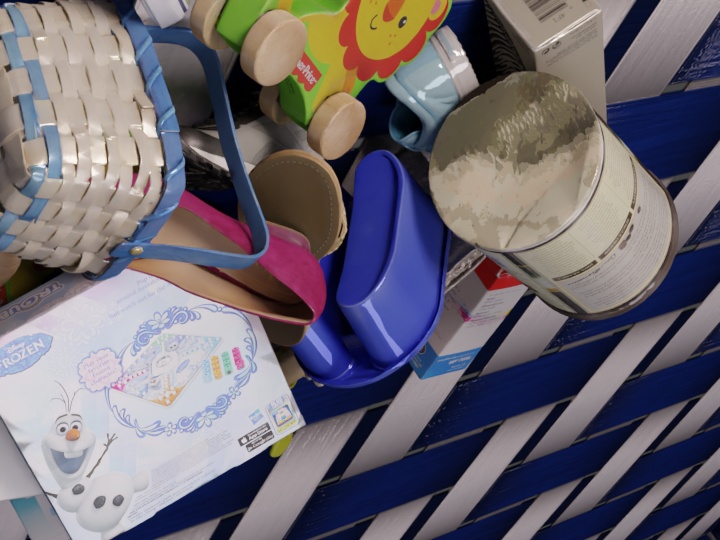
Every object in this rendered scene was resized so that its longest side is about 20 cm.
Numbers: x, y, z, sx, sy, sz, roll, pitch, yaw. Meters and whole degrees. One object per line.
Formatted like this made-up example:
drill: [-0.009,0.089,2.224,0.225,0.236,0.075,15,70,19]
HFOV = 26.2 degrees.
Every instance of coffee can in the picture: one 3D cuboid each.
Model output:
coffee can: [0.162,-0.056,1.265,0.146,0.147,0.200,-39,149,12]

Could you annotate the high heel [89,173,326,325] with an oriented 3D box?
high heel: [-0.119,-0.012,1.028,0.198,0.096,0.068,8,116,-13]

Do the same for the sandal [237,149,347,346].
sandal: [-0.045,-0.035,1.136,0.213,0.077,0.070,102,13,-50]

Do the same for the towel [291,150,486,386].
towel: [0.006,-0.003,1.359,0.200,0.133,0.034,-41,147,12]

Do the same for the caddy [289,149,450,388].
caddy: [0.000,0.000,1.275,0.140,0.201,0.105,-12,139,26]

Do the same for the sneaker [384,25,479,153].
sneaker: [0.063,-0.128,1.293,0.081,0.074,0.200,-26,147,3]

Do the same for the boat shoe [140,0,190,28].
boat shoe: [-0.124,-0.216,0.894,0.062,0.072,0.200,-29,152,-6]

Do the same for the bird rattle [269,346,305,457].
bird rattle: [-0.046,0.068,1.473,0.200,0.113,0.163,-43,-175,12]

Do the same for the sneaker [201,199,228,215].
sneaker: [-0.122,0.011,1.313,0.104,0.060,0.200,-38,155,10]

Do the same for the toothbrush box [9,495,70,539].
toothbrush box: [-0.255,0.159,1.385,0.146,0.086,0.201,-28,154,-14]

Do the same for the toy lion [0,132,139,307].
toy lion: [-0.220,-0.027,1.138,0.191,0.069,0.201,-31,156,-26]

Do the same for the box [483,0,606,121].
box: [0.158,-0.175,1.299,0.068,0.082,0.200,-32,154,-5]

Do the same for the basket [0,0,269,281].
basket: [-0.158,-0.087,0.977,0.199,0.178,0.139,1,150,-37]

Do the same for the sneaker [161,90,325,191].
sneaker: [-0.090,-0.097,1.146,0.073,0.080,0.200,2,-178,29]

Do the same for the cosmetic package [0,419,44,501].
cosmetic package: [-0.291,0.123,1.185,0.198,0.113,0.082,-3,105,-26]

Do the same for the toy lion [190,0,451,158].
toy lion: [-0.004,-0.188,1.057,0.192,0.068,0.200,-53,155,-3]

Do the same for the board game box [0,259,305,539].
board game box: [-0.163,0.081,1.136,0.199,0.043,0.200,-29,124,-12]

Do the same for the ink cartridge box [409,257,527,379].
ink cartridge box: [0.097,-0.004,1.486,0.067,0.117,0.200,-9,146,-40]
